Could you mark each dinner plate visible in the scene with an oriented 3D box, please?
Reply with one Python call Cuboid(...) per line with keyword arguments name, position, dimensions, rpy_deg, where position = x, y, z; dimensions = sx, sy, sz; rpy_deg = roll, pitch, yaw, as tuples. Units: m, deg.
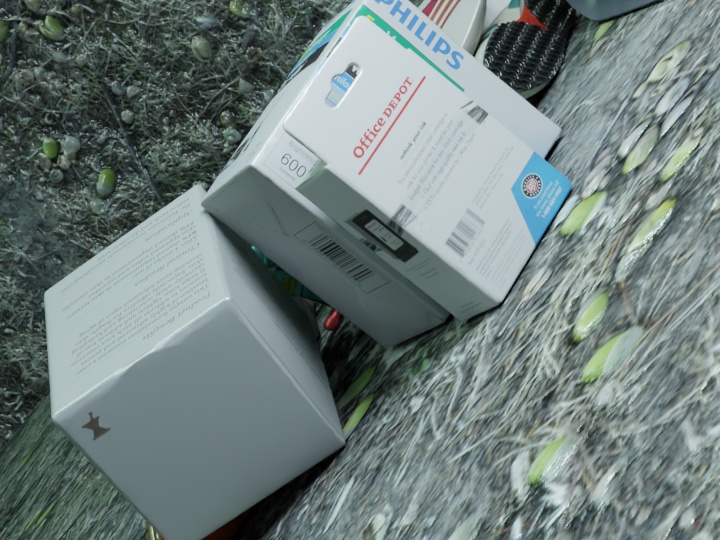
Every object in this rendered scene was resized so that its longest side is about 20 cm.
Cuboid(name="dinner plate", position=(0.075, -0.197, 1.716), dimensions=(0.201, 0.024, 0.200), rpy_deg=(-58, 16, 26))

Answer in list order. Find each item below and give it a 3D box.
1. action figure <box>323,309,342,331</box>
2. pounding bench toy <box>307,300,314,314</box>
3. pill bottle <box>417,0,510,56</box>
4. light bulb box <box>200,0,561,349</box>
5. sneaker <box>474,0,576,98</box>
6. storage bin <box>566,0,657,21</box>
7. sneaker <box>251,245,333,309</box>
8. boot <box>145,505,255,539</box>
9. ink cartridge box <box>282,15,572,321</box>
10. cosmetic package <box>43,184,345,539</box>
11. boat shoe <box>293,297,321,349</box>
Cuboid(name="action figure", position=(0.000, 0.000, 1.641), dimensions=(0.200, 0.065, 0.099), rpy_deg=(-44, 6, 44))
Cuboid(name="pounding bench toy", position=(-0.122, 0.015, 1.872), dimensions=(0.200, 0.156, 0.124), rpy_deg=(-50, 10, 9))
Cuboid(name="pill bottle", position=(0.079, -0.208, 1.869), dimensions=(0.200, 0.109, 0.110), rpy_deg=(-45, 12, 35))
Cuboid(name="light bulb box", position=(0.017, -0.082, 1.459), dimensions=(0.200, 0.198, 0.125), rpy_deg=(-58, 13, -24))
Cuboid(name="sneaker", position=(0.137, -0.189, 1.689), dimensions=(0.094, 0.070, 0.200), rpy_deg=(-54, 5, 38))
Cuboid(name="storage bin", position=(0.224, -0.314, 1.548), dimensions=(0.134, 0.146, 0.200), rpy_deg=(-43, 9, -10))
Cuboid(name="sneaker", position=(-0.056, -0.008, 1.577), dimensions=(0.199, 0.080, 0.078), rpy_deg=(-1, 81, 32))
Cuboid(name="boot", position=(-0.105, 0.165, 1.527), dimensions=(0.107, 0.075, 0.200), rpy_deg=(-34, 19, 44))
Cuboid(name="ink cartridge box", position=(0.038, -0.073, 1.324), dimensions=(0.116, 0.200, 0.067), rpy_deg=(-56, 11, -23))
Cuboid(name="cosmetic package", position=(-0.136, 0.075, 1.465), dimensions=(0.167, 0.167, 0.200), rpy_deg=(-33, 29, 8))
Cuboid(name="boat shoe", position=(-0.086, 0.007, 1.683), dimensions=(0.200, 0.072, 0.066), rpy_deg=(-121, 34, -51))
